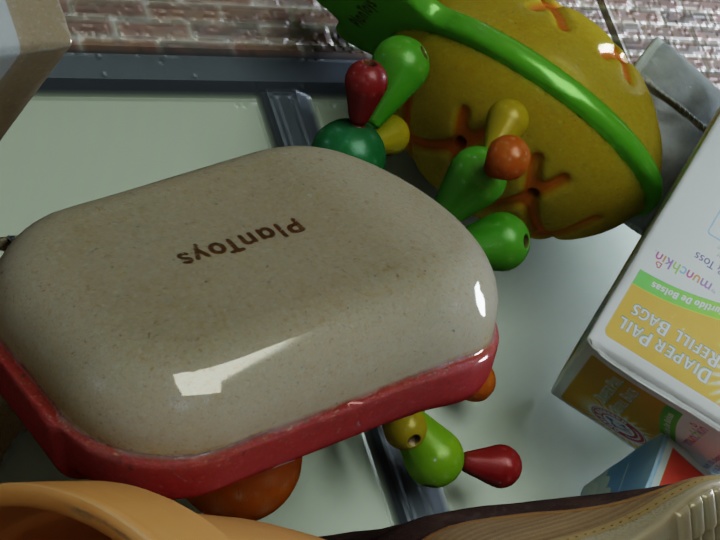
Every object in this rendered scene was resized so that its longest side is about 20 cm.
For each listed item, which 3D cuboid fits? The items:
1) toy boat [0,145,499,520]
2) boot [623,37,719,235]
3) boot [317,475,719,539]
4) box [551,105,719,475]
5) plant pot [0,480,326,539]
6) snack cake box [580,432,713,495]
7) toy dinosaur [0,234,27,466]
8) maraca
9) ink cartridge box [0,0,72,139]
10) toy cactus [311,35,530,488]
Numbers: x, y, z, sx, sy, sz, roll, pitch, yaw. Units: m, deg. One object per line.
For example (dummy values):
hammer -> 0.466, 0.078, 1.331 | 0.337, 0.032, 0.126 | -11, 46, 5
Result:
toy boat -> -0.042, 0.040, 0.731 | 0.199, 0.132, 0.130 | -18, 44, -31
boot -> 0.224, -0.049, 1.011 | 0.200, 0.073, 0.182 | 41, 60, 16
boot -> 0.063, 0.117, 0.764 | 0.199, 0.165, 0.073 | 1, 87, -44
box -> 0.186, -0.008, 0.901 | 0.101, 0.113, 0.201 | 31, 74, 6
plant pot -> -0.062, 0.164, 0.637 | 0.139, 0.199, 0.201 | -2, 63, -54
snack cake box -> 0.127, 0.186, 0.831 | 0.115, 0.067, 0.201 | 39, 47, -9
toy dinosaur -> -0.150, 0.040, 0.738 | 0.199, 0.058, 0.102 | -6, 90, -49
maraca -> 0.060, -0.087, 0.919 | 0.199, 0.137, 0.107 | 35, 75, -4
ink cartridge box -> -0.224, -0.057, 0.663 | 0.199, 0.165, 0.076 | -12, 71, -39
toy cactus -> 0.000, 0.000, 0.833 | 0.163, 0.102, 0.202 | -5, 95, -14
